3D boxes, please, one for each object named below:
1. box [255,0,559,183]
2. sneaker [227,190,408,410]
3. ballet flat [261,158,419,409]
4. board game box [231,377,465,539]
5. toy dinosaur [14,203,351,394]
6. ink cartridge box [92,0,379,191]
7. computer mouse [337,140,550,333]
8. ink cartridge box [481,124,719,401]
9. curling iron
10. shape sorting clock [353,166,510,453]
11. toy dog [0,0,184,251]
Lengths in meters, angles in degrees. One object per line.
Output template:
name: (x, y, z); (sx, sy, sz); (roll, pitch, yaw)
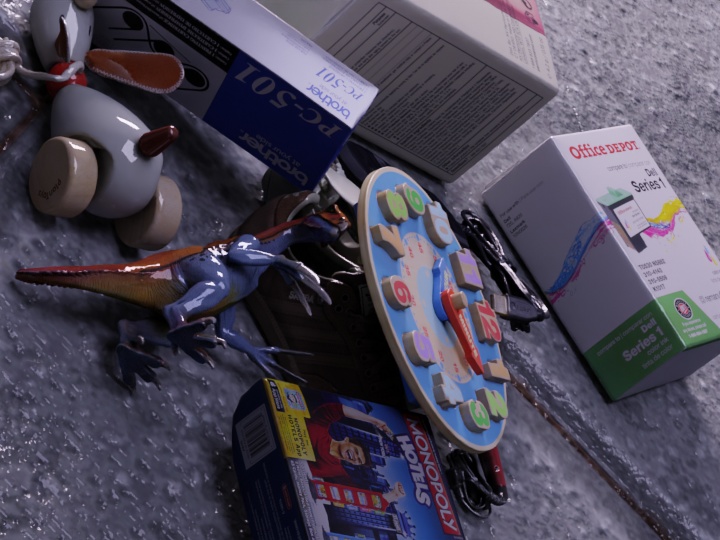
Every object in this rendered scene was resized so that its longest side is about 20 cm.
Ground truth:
box: (0.032, -0.174, 1.866); (0.199, 0.128, 0.109); (27, 38, -35)
sneaker: (-0.013, 0.040, 1.632); (0.201, 0.075, 0.070); (55, 31, 7)
ballet flat: (0.000, 0.000, 1.704); (0.067, 0.064, 0.201); (-11, 67, -56)
board game box: (0.016, 0.181, 1.534); (0.199, 0.062, 0.201); (17, 46, -44)
toy dinosaur: (-0.083, -0.005, 1.541); (0.200, 0.105, 0.182); (42, 39, -13)
ink cartridge box: (-0.092, -0.142, 1.657); (0.199, 0.094, 0.044); (35, 56, -1)
computer mouse: (0.053, -0.012, 1.794); (0.200, 0.046, 0.141); (27, 22, -48)
ink cartridge box: (0.207, -0.010, 1.965); (0.144, 0.084, 0.201); (-12, 66, -56)
curling iron: (0.074, 0.089, 1.743); (0.049, 0.026, 0.201); (33, 35, -33)
shape sorting clock: (0.052, 0.025, 1.650); (0.200, 0.039, 0.201); (58, 20, -35)
toy dog: (-0.163, -0.112, 1.576); (0.132, 0.096, 0.201); (-7, 63, -55)
